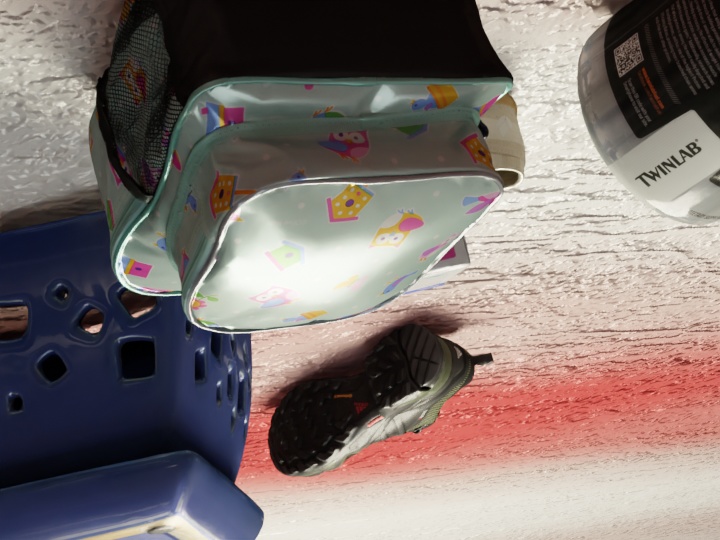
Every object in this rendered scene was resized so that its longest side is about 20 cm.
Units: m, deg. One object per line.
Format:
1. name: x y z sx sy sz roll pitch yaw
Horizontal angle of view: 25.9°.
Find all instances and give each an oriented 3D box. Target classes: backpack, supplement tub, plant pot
1. backpack: -0.037 -0.056 0.739 0.174 0.155 0.200 -8 163 -28
2. supplement tub: 0.212 -0.118 0.769 0.122 0.124 0.200 5 151 -38
3. plant pot: -0.166 0.090 0.938 0.198 0.181 0.200 -13 158 5

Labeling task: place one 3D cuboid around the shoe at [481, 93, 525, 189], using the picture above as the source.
1. shoe: -0.003 -0.054 0.878 0.198 0.054 0.070 -13 157 -2

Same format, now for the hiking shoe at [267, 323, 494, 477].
1. hiking shoe: 0.014 0.115 1.246 0.199 0.076 0.100 -32 148 34

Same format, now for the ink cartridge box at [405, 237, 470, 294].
1. ink cartridge box: 0.000 0.000 0.972 0.118 0.042 0.200 -13 175 -2
